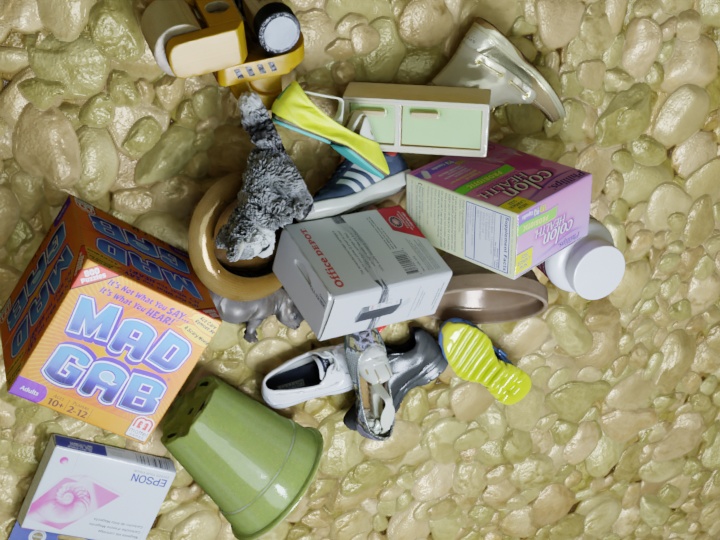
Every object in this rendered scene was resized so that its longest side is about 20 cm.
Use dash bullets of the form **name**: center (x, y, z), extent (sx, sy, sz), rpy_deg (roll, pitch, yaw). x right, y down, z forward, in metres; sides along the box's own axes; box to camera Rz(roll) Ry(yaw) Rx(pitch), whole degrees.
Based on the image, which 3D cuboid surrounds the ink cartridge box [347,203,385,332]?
- **ink cartridge box**: center (0.012, 0.010, 1.675), extent (0.162, 0.050, 0.200), rpy_deg (-44, 120, 5)

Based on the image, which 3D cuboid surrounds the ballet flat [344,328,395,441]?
- **ballet flat**: center (0.023, 0.166, 1.672), extent (0.071, 0.072, 0.203), rpy_deg (-13, 114, -15)

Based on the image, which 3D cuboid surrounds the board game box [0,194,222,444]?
- **board game box**: center (-0.332, 0.063, 1.472), extent (0.198, 0.200, 0.201), rpy_deg (27, 104, -30)

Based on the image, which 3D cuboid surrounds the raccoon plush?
- **raccoon plush**: center (-0.149, -0.110, 1.429), extent (0.133, 0.097, 0.202), rpy_deg (-29, 101, -8)

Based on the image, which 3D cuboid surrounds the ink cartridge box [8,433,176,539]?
- **ink cartridge box**: center (-0.403, 0.356, 1.690), extent (0.194, 0.043, 0.202), rpy_deg (17, 107, -29)

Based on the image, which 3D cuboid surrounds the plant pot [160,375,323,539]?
- **plant pot**: center (-0.188, 0.258, 1.658), extent (0.200, 0.200, 0.190), rpy_deg (-45, 110, 5)

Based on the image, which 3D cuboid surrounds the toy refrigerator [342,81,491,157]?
- **toy refrigerator**: center (0.076, -0.205, 1.528), extent (0.196, 0.070, 0.077), rpy_deg (5, 118, 7)

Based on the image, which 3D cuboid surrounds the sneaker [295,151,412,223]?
- **sneaker**: center (-0.020, -0.127, 1.557), extent (0.198, 0.075, 0.086), rpy_deg (-23, 85, -36)

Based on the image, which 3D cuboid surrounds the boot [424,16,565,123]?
- **boot**: center (0.186, -0.239, 1.602), extent (0.199, 0.073, 0.156), rpy_deg (38, 97, -31)

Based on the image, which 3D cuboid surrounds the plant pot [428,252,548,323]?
- **plant pot**: center (0.183, 0.013, 1.694), extent (0.198, 0.200, 0.094), rpy_deg (10, 72, -26)

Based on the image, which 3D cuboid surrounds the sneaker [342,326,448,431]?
- **sneaker**: center (0.042, 0.167, 1.764), extent (0.200, 0.076, 0.091), rpy_deg (-43, 114, -6)

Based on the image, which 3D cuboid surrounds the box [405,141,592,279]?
- **box**: center (0.191, -0.092, 1.572), extent (0.175, 0.199, 0.098), rpy_deg (-26, 128, -38)

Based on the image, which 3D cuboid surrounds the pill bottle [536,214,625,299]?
- **pill bottle**: center (0.306, -0.040, 1.678), extent (0.111, 0.200, 0.115), rpy_deg (-9, 119, -17)

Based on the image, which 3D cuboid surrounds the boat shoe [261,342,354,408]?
- **boat shoe**: center (-0.055, 0.152, 1.696), extent (0.198, 0.074, 0.066), rpy_deg (-25, 159, -10)

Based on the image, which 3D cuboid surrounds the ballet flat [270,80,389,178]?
- **ballet flat**: center (-0.027, -0.186, 1.466), extent (0.198, 0.067, 0.068), rpy_deg (25, 92, -34)

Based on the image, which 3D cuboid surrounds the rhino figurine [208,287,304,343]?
- **rhino figurine**: center (-0.156, 0.056, 1.623), extent (0.197, 0.060, 0.089), rpy_deg (1, 105, -26)

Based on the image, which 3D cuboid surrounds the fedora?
- **fedora**: center (-0.160, -0.058, 1.538), extent (0.198, 0.081, 0.204), rpy_deg (-15, 115, -34)

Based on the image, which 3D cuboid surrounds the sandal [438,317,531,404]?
- **sandal**: center (0.186, 0.137, 1.786), extent (0.079, 0.087, 0.200), rpy_deg (-43, 125, 5)

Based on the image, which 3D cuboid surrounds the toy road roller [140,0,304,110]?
- **toy road roller**: center (-0.166, -0.272, 1.417), extent (0.197, 0.123, 0.148), rpy_deg (-15, 132, -15)

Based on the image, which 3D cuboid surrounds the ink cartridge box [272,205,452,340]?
- **ink cartridge box**: center (0.000, 0.000, 1.521), extent (0.198, 0.145, 0.084), rpy_deg (-11, 139, -34)
